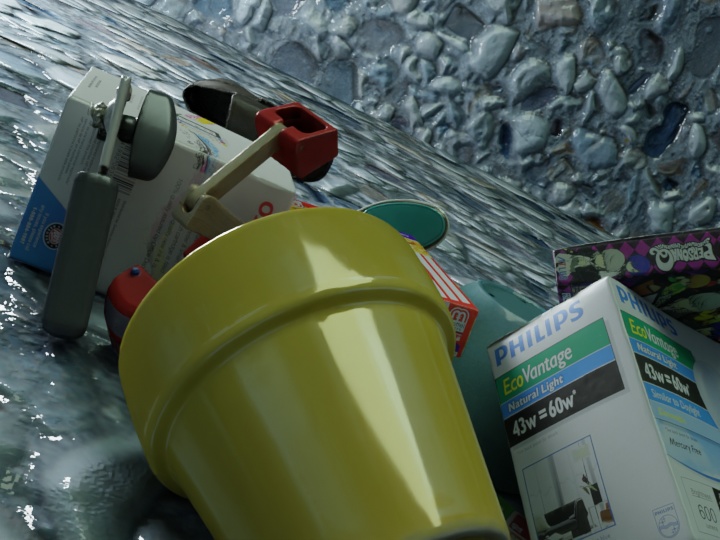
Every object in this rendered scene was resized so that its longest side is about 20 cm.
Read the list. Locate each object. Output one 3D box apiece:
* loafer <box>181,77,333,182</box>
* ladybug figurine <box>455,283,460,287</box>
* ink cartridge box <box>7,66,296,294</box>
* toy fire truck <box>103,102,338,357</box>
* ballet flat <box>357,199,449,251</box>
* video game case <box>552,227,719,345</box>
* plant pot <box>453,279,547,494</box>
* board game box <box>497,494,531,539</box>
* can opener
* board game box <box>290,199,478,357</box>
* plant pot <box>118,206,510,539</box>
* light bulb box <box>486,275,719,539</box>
[{"bbox_3d":[-0.115,-0.147,0.965,0.199,0.074,0.071,27,18,28],"label":"loafer"},{"bbox_3d":[0.082,0.052,1.035,0.135,0.073,0.200,13,21,-45],"label":"ladybug figurine"},{"bbox_3d":[-0.177,-0.061,0.807,0.198,0.148,0.145,23,15,-17],"label":"ink cartridge box"},{"bbox_3d":[-0.105,-0.027,0.682,0.049,0.142,0.199,37,53,28],"label":"toy fire truck"},{"bbox_3d":[0.003,-0.034,1.035,0.197,0.070,0.070,-14,17,4],"label":"ballet flat"},{"bbox_3d":[0.257,0.030,0.755,0.179,0.036,0.200,-7,-29,13],"label":"video game case"},{"bbox_3d":[0.118,0.090,0.858,0.198,0.136,0.200,26,15,-7],"label":"plant pot"},{"bbox_3d":[0.070,0.178,0.699,0.199,0.030,0.095,36,17,34],"label":"board game box"},{"bbox_3d":[-0.184,-0.048,0.666,0.066,0.203,0.053,17,-14,-14],"label":"can opener"},{"bbox_3d":[0.000,0.000,0.806,0.150,0.047,0.200,16,16,-19],"label":"board game box"},{"bbox_3d":[-0.017,0.101,0.515,0.199,0.201,0.190,13,37,-43],"label":"plant pot"},{"bbox_3d":[0.218,0.143,0.698,0.197,0.124,0.202,24,44,-38],"label":"light bulb box"}]
